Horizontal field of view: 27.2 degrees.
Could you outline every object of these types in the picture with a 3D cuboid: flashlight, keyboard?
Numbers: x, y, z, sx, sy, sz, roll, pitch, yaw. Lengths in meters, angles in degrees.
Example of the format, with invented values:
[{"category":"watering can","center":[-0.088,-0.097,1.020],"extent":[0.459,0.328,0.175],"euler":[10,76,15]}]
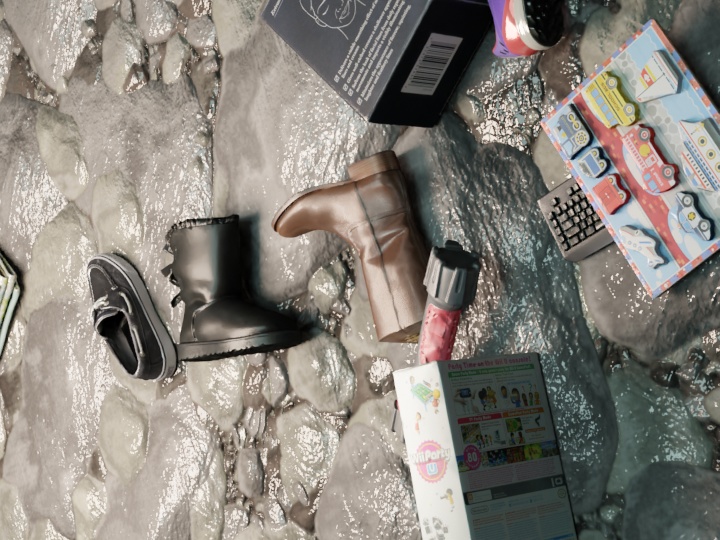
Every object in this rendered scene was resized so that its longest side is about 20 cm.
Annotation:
[{"category":"flashlight","center":[0.077,0.077,1.464],"extent":[0.067,0.068,0.201],"euler":[26,121,28]},{"category":"keyboard","center":[0.239,-0.104,1.363],"extent":[0.200,0.021,0.128],"euler":[-35,68,38]}]

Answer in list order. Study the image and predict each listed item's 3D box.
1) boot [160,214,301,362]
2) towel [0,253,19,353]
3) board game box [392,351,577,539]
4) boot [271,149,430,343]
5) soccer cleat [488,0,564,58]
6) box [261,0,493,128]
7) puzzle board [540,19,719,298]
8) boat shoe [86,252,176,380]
[{"category":"boot","center":[-0.150,0.017,1.706],"extent":[0.197,0.073,0.164],"euler":[-10,80,44]},{"category":"towel","center":[-0.554,0.049,2.110],"extent":[0.171,0.048,0.201],"euler":[44,119,38]},{"category":"board game box","center":[0.118,0.183,1.395],"extent":[0.064,0.147,0.201],"euler":[-19,77,44]},{"category":"boot","center":[0.000,0.000,1.568],"extent":[0.186,0.064,0.201],"euler":[-29,75,39]},{"category":"soccer cleat","center":[0.143,-0.303,1.425],"extent":[0.073,0.068,0.202],"euler":[-15,81,50]},{"category":"box","center":[0.017,-0.263,1.515],"extent":[0.200,0.107,0.149],"euler":[48,122,32]},{"category":"puzzle board","center":[0.259,-0.098,1.323],"extent":[0.151,0.017,0.201],"euler":[-43,68,36]},{"category":"boat shoe","center":[-0.302,0.057,1.851],"extent":[0.072,0.068,0.201],"euler":[-50,58,31]}]
